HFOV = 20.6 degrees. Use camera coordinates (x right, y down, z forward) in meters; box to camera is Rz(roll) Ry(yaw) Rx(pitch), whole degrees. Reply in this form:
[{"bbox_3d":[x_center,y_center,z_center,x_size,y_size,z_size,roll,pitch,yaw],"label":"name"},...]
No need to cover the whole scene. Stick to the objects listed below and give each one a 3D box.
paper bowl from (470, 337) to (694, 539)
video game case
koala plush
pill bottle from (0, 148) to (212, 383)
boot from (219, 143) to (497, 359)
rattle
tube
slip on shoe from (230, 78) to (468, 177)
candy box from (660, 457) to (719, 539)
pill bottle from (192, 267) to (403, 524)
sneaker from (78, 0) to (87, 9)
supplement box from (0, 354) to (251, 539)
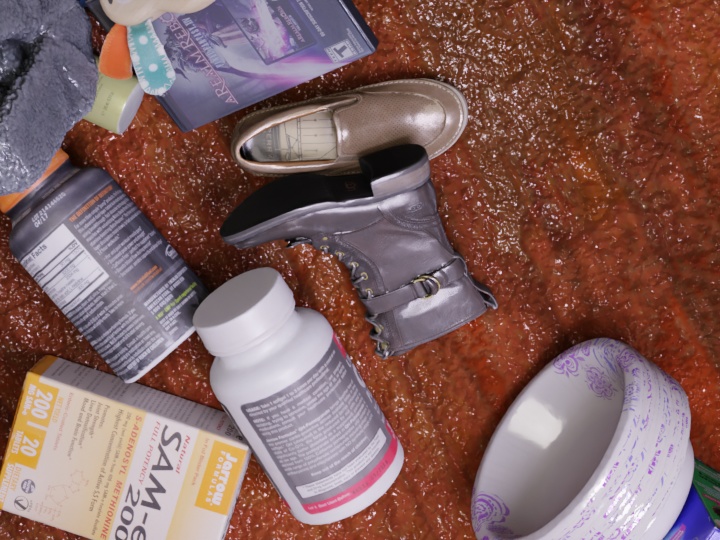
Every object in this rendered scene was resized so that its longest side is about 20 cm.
[{"bbox_3d":[0.189,0.164,1.594,0.104,0.201,0.201,35,101,-21],"label":"paper bowl"},{"bbox_3d":[-0.104,-0.199,1.589,0.199,0.019,0.143,-20,121,29],"label":"video game case"},{"bbox_3d":[-0.329,-0.150,1.586,0.200,0.184,0.178,-18,112,37],"label":"koala plush"},{"bbox_3d":[-0.219,-0.013,1.646,0.106,0.106,0.200,-39,94,10],"label":"pill bottle"},{"bbox_3d":[0.000,0.000,1.634,0.199,0.069,0.175,-16,118,6],"label":"boot"},{"bbox_3d":[-0.174,-0.227,1.495,0.130,0.143,0.200,36,108,4],"label":"rattle"},{"bbox_3d":[-0.279,-0.177,1.654,0.199,0.052,0.058,27,62,5],"label":"tube"},{"bbox_3d":[-0.010,-0.115,1.633,0.199,0.061,0.076,-4,99,6],"label":"slip on shoe"},{"bbox_3d":[0.248,0.253,1.602,0.077,0.200,0.169,32,101,-10],"label":"candy box"},{"bbox_3d":[-0.055,0.101,1.624,0.110,0.111,0.200,-27,113,9],"label":"pill bottle"},{"bbox_3d":[-0.239,-0.288,1.583,0.078,0.075,0.200,-12,139,-31],"label":"sneaker"},{"bbox_3d":[-0.200,0.166,1.690,0.199,0.074,0.127,17,101,1],"label":"supplement box"}]
